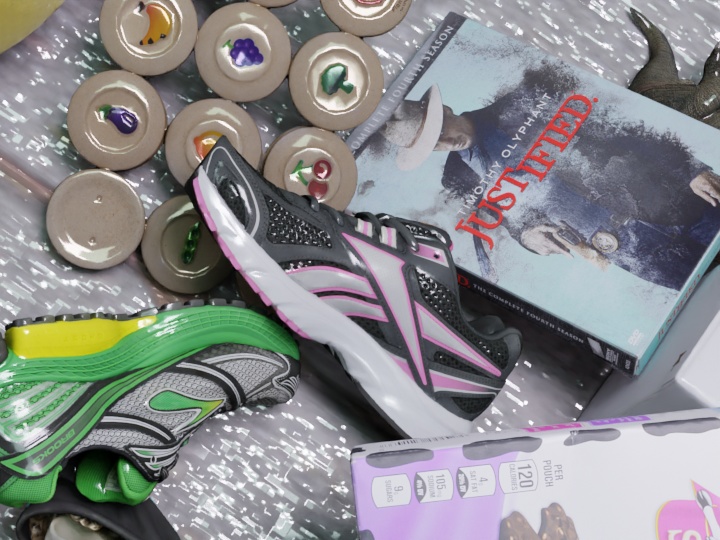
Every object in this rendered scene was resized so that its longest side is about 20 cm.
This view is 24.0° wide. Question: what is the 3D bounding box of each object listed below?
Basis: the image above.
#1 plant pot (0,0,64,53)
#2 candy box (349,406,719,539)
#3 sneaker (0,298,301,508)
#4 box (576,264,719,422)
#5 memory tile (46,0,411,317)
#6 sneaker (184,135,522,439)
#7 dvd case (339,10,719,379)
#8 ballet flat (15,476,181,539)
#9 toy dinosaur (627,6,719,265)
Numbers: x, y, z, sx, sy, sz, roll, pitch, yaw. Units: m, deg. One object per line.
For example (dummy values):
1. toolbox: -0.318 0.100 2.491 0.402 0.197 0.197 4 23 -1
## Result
1. plant pot: -0.229 -0.208 0.787 0.198 0.142 0.202 -2 75 6
2. candy box: 0.101 0.148 0.712 0.198 0.072 0.170 -6 87 -1
3. sneaker: -0.103 0.064 0.776 0.199 0.078 0.086 -7 79 -47
4. box: 0.226 0.098 0.840 0.200 0.152 0.107 40 66 0
5. memory tile: -0.066 -0.085 0.850 0.152 0.017 0.202 16 93 -10
6. sneaker: 0.000 0.000 0.825 0.086 0.080 0.200 -46 113 -2
7. dvd case: 0.092 -0.046 0.883 0.199 0.022 0.146 28 64 23
8. ballet flat: -0.083 0.163 0.743 0.199 0.068 0.068 37 28 29
9. toy dinosaur: 0.188 -0.072 0.929 0.102 0.077 0.201 -31 70 0
